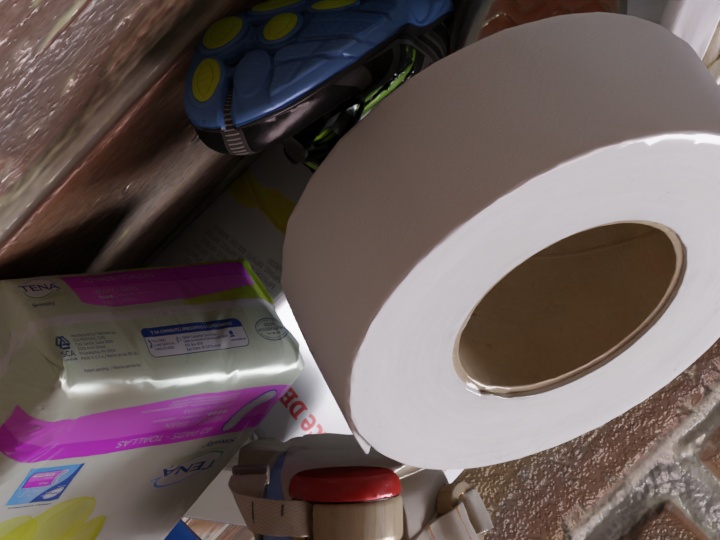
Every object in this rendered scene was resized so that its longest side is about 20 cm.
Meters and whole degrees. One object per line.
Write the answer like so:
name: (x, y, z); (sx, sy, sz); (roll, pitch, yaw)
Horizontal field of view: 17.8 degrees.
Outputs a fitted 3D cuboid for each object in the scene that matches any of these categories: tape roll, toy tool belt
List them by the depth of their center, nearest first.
tape roll: (0.070, -0.008, 0.939); (0.202, 0.071, 0.203); (-20, 146, -14)
toy tool belt: (-0.002, 0.140, 1.015); (0.124, 0.124, 0.200); (-2, -178, 0)

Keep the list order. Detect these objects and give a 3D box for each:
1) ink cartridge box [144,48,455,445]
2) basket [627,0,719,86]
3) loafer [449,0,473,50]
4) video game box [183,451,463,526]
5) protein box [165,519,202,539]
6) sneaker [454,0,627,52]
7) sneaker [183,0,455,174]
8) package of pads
ink cartridge box: (0.000, 0.000, 1.141); (0.200, 0.083, 0.145); (-45, 139, -10)
basket: (0.189, -0.165, 1.026); (0.136, 0.123, 0.201); (-122, -130, -69)
loafer: (0.072, -0.126, 1.199); (0.200, 0.070, 0.070); (119, -20, -44)
video game box: (-0.019, 0.076, 1.281); (0.199, 0.047, 0.182); (4, -146, 37)
protein box: (-0.200, 0.236, 1.287); (0.200, 0.135, 0.198); (-52, 170, 34)
sneaker: (0.062, -0.078, 1.029); (0.080, 0.071, 0.201); (-111, -147, -60)
sneaker: (-0.007, -0.072, 0.932); (0.200, 0.070, 0.083); (-30, 121, -66)
package of pads: (-0.131, 0.081, 1.009); (0.154, 0.068, 0.200); (-5, 143, -49)
